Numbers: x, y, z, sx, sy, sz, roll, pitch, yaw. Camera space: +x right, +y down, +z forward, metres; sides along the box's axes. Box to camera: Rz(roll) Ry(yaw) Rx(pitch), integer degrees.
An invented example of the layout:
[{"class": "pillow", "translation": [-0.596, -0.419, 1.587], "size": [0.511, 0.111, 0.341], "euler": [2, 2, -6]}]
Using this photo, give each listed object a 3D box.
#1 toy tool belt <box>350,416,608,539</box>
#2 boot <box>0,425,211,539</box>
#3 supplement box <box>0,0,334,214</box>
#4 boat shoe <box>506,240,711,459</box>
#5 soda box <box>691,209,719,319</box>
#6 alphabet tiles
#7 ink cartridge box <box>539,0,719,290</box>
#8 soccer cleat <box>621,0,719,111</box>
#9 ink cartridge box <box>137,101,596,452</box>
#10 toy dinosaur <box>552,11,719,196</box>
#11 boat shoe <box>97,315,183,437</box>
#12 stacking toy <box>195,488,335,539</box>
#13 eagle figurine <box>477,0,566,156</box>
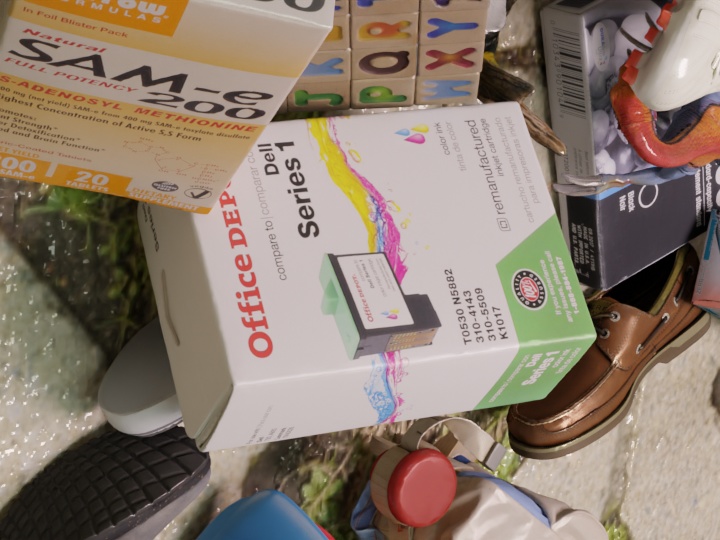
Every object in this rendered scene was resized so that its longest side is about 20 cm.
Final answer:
[{"class": "toy tool belt", "translation": [0.051, 0.156, 1.133], "size": [0.200, 0.123, 0.125], "euler": [40, 77, -36]}, {"class": "boot", "translation": [-0.150, 0.180, 0.995], "size": [0.200, 0.070, 0.132], "euler": [-35, 132, -13]}, {"class": "supplement box", "translation": [-0.098, -0.102, 0.797], "size": [0.126, 0.200, 0.074], "euler": [10, 66, -16]}, {"class": "boat shoe", "translation": [0.159, 0.046, 1.214], "size": [0.200, 0.072, 0.068], "euler": [-40, 131, -38]}, {"class": "soda box", "translation": [0.295, 0.013, 1.284], "size": [0.200, 0.063, 0.069], "euler": [23, 79, -61]}, {"class": "alphabet tiles", "translation": [-0.022, -0.121, 0.872], "size": [0.200, 0.166, 0.008], "euler": [90, -3, -69]}, {"class": "ink cartridge box", "translation": [0.207, -0.114, 1.206], "size": [0.200, 0.043, 0.199], "euler": [-30, 125, -32]}, {"class": "soccer cleat", "translation": [0.203, -0.129, 1.023], "size": [0.069, 0.077, 0.200], "euler": [-60, 172, 29]}, {"class": "ink cartridge box", "translation": [0.000, 0.000, 0.948], "size": [0.199, 0.145, 0.084], "euler": [-7, 156, -21]}, {"class": "toy dinosaur", "translation": [0.212, -0.099, 1.085], "size": [0.182, 0.199, 0.105], "euler": [-51, 138, -67]}, {"class": "boat shoe", "translation": [-0.057, 0.035, 1.015], "size": [0.200, 0.070, 0.066], "euler": [-44, 130, -30]}, {"class": "stacking toy", "translation": [-0.017, 0.212, 1.108], "size": [0.116, 0.110, 0.200], "euler": [-51, 147, 8]}, {"class": "eagle figurine", "translation": [0.094, -0.193, 1.017], "size": [0.151, 0.151, 0.200], "euler": [29, 98, -35]}]
